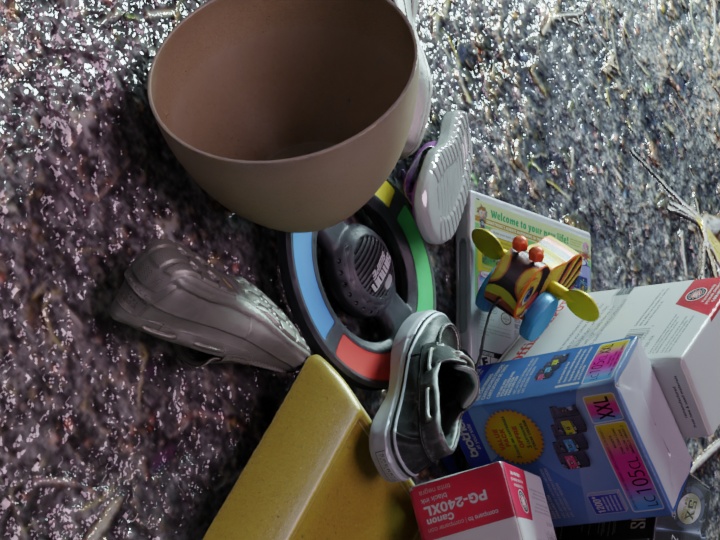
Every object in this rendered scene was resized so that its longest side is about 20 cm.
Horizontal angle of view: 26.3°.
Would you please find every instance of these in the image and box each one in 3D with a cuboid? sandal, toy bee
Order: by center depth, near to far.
[{"bbox_3d":[0.062,-0.079,1.359,0.203,0.050,0.083,-59,142,-62],"label":"sandal"},{"bbox_3d":[0.151,0.012,1.360,0.131,0.109,0.200,22,36,2],"label":"toy bee"}]

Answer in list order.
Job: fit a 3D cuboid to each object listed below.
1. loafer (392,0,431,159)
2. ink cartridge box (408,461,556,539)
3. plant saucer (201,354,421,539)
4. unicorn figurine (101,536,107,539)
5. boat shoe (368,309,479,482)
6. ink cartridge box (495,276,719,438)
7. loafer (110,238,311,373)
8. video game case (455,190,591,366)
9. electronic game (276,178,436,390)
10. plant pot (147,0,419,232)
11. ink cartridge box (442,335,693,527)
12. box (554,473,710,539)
[{"bbox_3d":[0.016,-0.194,1.325,0.070,0.070,0.201,7,70,-39],"label":"loafer"},{"bbox_3d":[0.117,0.263,1.215,0.145,0.083,0.201,36,38,-68],"label":"ink cartridge box"},{"bbox_3d":[-0.017,0.201,1.183,0.200,0.048,0.200,57,49,-35],"label":"plant saucer"},{"bbox_3d":[-0.079,0.262,1.063,0.200,0.137,0.074,36,68,-42],"label":"unicorn figurine"},{"bbox_3d":[0.063,0.096,1.227,0.072,0.071,0.200,63,24,-26],"label":"boat shoe"},{"bbox_3d":[0.240,0.082,1.391,0.144,0.200,0.084,-44,117,-44],"label":"ink cartridge box"},{"bbox_3d":[-0.109,0.039,1.142,0.200,0.070,0.070,34,13,-50],"label":"loafer"},{"bbox_3d":[0.159,0.033,1.478,0.200,0.022,0.183,16,70,-45],"label":"video game case"},{"bbox_3d":[0.000,0.000,1.275,0.200,0.042,0.201,25,57,-47],"label":"electronic game"},{"bbox_3d":[-0.049,-0.106,1.166,0.135,0.200,0.201,79,29,-48],"label":"plant pot"},{"bbox_3d":[0.165,0.146,1.323,0.076,0.200,0.137,-48,117,-48],"label":"ink cartridge box"},{"bbox_3d":[0.211,0.275,1.372,0.086,0.163,0.201,35,56,-38],"label":"box"}]
